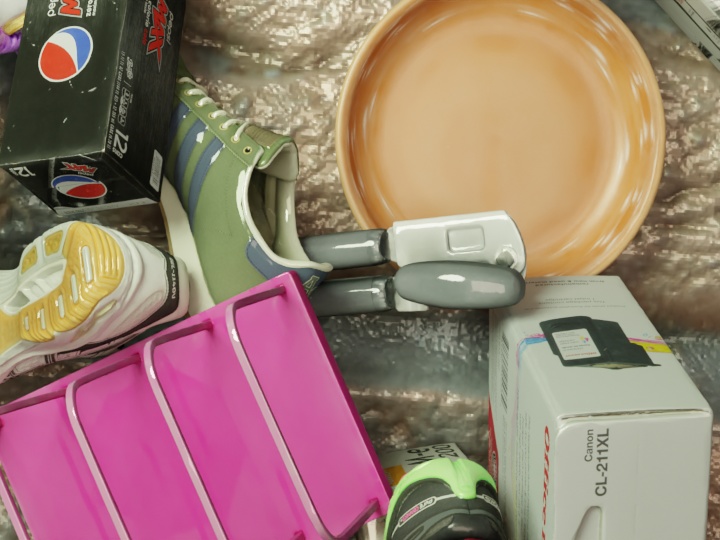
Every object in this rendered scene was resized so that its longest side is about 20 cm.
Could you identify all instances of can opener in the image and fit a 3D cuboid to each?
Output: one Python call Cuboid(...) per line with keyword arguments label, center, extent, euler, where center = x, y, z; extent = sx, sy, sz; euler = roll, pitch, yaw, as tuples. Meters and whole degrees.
Cuboid(label="can opener", center=(0.000, 0.000, 0.986), extent=(0.199, 0.066, 0.053), euler=(-5, 92, 23))

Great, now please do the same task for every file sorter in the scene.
Cuboid(label="file sorter", center=(-0.108, 0.107, 0.888), extent=(0.199, 0.125, 0.140), euler=(-25, 87, 14))

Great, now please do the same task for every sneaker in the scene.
Cuboid(label="sneaker", center=(-0.074, -0.062, 0.975), extent=(0.090, 0.067, 0.201), euler=(-26, 75, 26))
Cuboid(label="sneaker", center=(0.040, 0.199, 0.882), extent=(0.076, 0.084, 0.202), euler=(-3, 106, -7))
Cuboid(label="sneaker", center=(-0.176, 0.031, 0.968), extent=(0.087, 0.199, 0.076), euler=(11, 70, -46))

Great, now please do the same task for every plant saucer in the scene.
Cuboid(label="plant saucer", center=(0.083, -0.079, 1.033), extent=(0.199, 0.037, 0.202), euler=(0, 93, -5))

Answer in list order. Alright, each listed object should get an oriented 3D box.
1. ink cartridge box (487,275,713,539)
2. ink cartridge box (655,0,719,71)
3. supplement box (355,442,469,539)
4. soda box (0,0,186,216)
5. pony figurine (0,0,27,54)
Cuboid(label="ink cartridge box", center=(0.125, 0.105, 0.947), extent=(0.082, 0.200, 0.147), euler=(-2, 110, -5))
Cuboid(label="ink cartridge box", center=(0.255, -0.191, 1.020), extent=(0.146, 0.084, 0.200), euler=(-43, 94, -2))
Cuboid(label="supplement box", center=(0.043, 0.210, 0.996), extent=(0.073, 0.126, 0.202), euler=(-9, 94, -4))
Cuboid(label="soda box", center=(-0.141, -0.135, 0.949), extent=(0.070, 0.063, 0.201), euler=(-6, 64, 22))
Cuboid(label="pony figurine", center=(-0.259, -0.166, 0.946), extent=(0.193, 0.166, 0.200), euler=(-47, 114, -27))
